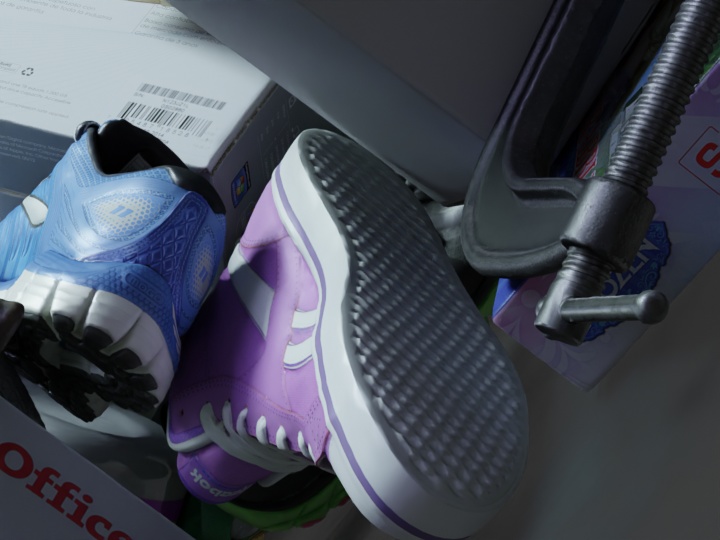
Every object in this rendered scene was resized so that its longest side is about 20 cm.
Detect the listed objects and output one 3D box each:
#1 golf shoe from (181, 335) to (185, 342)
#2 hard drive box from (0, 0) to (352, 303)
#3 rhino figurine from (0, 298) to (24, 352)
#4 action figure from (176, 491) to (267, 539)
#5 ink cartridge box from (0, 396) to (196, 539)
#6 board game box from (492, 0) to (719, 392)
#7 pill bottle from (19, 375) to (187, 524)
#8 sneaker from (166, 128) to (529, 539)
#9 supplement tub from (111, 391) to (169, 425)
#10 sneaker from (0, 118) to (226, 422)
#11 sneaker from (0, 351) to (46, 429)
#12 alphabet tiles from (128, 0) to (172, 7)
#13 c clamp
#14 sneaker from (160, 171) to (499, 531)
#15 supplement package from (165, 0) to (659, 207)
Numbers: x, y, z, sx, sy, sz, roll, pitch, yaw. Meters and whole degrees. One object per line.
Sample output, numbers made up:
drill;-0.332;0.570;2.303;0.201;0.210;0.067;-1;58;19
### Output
golf shoe;-0.145;0.009;1.164;0.092;0.199;0.076;50;143;47
hard drive box;-0.075;-0.089;1.145;0.200;0.155;0.077;-55;-30;-39
rhino figurine;-0.198;0.064;0.904;0.200;0.087;0.060;-50;9;14
action figure;-0.031;0.050;1.134;0.201;0.054;0.118;-65;10;-20
ink cartridge box;-0.133;0.172;0.911;0.145;0.145;0.200;-43;13;48
board game box;0.124;-0.084;0.902;0.200;0.041;0.200;-50;10;23
pill bottle;-0.142;0.146;1.100;0.104;0.104;0.201;-129;57;-81
sneaker;-0.011;0.050;0.927;0.115;0.072;0.201;-54;24;19
supplement tub;-0.112;0.054;1.262;0.140;0.140;0.200;-43;13;46
sneaker;-0.092;-0.001;1.020;0.089;0.078;0.200;-56;19;-14
sneaker;-0.186;0.064;1.013;0.090;0.078;0.199;-37;14;-38
alphabet tiles;0.003;-0.152;1.103;0.167;0.008;0.200;13;43;47
c clamp;0.086;-0.065;0.819;0.201;0.027;0.171;-67;17;-14
sneaker;0.000;0.000;1.041;0.201;0.084;0.077;-57;29;-2
supplement package;-0.004;-0.128;0.947;0.122;0.200;0.120;-55;9;-11
